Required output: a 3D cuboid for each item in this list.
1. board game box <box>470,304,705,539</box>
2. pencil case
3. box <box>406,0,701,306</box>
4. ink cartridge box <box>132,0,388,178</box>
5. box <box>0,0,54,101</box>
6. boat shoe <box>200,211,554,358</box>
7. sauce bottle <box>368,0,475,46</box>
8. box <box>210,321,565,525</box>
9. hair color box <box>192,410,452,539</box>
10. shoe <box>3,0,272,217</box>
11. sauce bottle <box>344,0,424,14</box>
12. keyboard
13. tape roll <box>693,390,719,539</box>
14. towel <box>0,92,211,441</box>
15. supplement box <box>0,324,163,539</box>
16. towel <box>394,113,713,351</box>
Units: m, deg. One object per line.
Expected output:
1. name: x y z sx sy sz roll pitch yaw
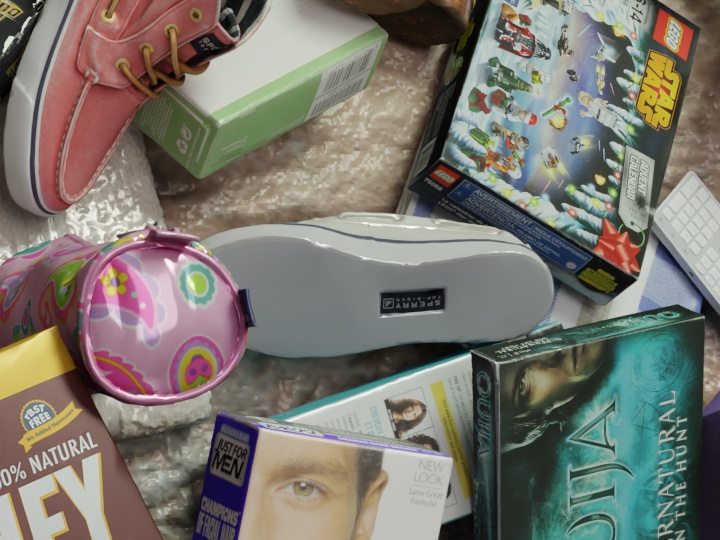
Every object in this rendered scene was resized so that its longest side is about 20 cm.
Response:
1. board game box: 0.122 0.127 1.492 0.135 0.028 0.200 -12 110 -29
2. pencil case: -0.118 0.021 1.331 0.087 0.200 0.088 1 88 -20
3. box: 0.115 -0.095 1.603 0.137 0.040 0.200 30 51 -17
4. ink cartridge box: -0.103 -0.151 1.519 0.200 0.048 0.145 41 45 18
5. box: -0.216 -0.211 1.461 0.200 0.050 0.199 29 61 9
6. boat shoe: 0.000 0.000 1.494 0.200 0.070 0.071 -2 112 -10
7. sauce bottle: 0.052 -0.228 1.626 0.066 0.066 0.200 24 63 -17
8. box: 0.026 0.095 1.485 0.200 0.049 0.082 -18 93 -26
9. hair color box: -0.031 0.178 1.392 0.109 0.065 0.200 10 90 -23
10. shoe: -0.108 -0.114 1.406 0.091 0.071 0.200 20 93 25
11. sauce bottle: 0.018 -0.234 1.552 0.066 0.066 0.200 21 52 -19
12. keyboard: 0.243 0.032 1.646 0.200 0.011 0.056 51 51 -7
13. tape roll: 0.277 0.124 1.530 0.200 0.200 0.085 47 59 -4
14. towel: -0.158 -0.004 1.456 0.132 0.034 0.200 -11 77 -29
15. supplement box: -0.181 0.164 1.286 0.133 0.197 0.200 -23 82 -31
16. towel: 0.105 0.004 1.592 0.200 0.024 0.147 29 59 -17
